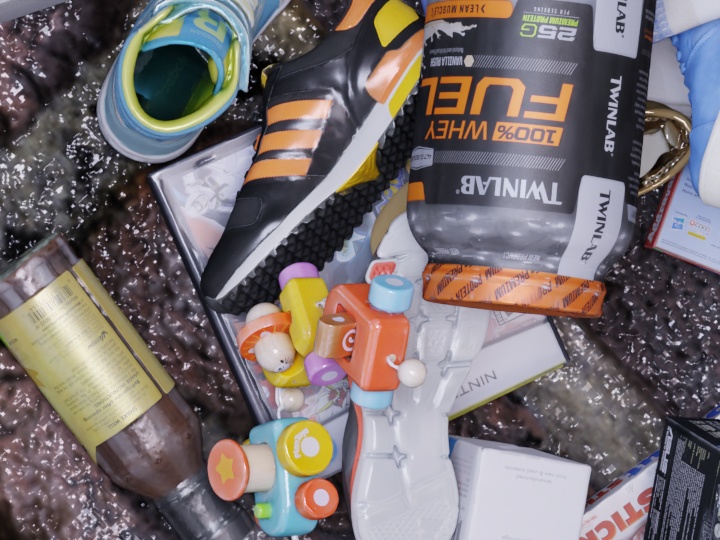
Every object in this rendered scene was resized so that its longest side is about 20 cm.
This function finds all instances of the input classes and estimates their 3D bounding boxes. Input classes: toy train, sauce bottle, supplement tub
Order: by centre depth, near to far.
[{"bbox_3d":[0.089,-0.078,1.448,0.122,0.123,0.200,6,87,-11],"label":"supplement tub"},{"bbox_3d":[-0.031,0.077,1.462,0.056,0.150,0.200,0,118,-26],"label":"toy train"},{"bbox_3d":[-0.133,0.075,1.526,0.065,0.065,0.200,-36,96,-8],"label":"sauce bottle"}]

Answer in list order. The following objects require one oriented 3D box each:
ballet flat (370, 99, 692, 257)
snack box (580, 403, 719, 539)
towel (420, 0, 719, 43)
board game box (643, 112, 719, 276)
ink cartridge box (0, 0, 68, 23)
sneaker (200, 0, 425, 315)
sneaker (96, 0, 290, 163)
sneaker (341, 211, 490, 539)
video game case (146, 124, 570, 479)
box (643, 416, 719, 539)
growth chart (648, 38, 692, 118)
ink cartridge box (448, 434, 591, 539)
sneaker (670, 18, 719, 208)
[{"bbox_3d":[0.100,-0.049,1.545,0.200,0.063,0.069,-25,100,-15],"label":"ballet flat"},{"bbox_3d":[0.198,0.132,1.608,0.200,0.024,0.072,-35,98,-8],"label":"snack box"},{"bbox_3d":[0.121,-0.184,1.525,0.200,0.024,0.147,-19,75,25],"label":"towel"},{"bbox_3d":[0.274,-0.027,1.617,0.200,0.019,0.103,21,89,-14],"label":"board game box"},{"bbox_3d":[-0.211,-0.165,1.440,0.148,0.200,0.076,-20,94,-10],"label":"ink cartridge box"},{"bbox_3d":[-0.033,-0.068,1.528,0.090,0.070,0.200,41,90,21],"label":"sneaker"},{"bbox_3d":[-0.074,-0.151,1.502,0.079,0.131,0.200,25,86,-8],"label":"sneaker"},{"bbox_3d":[0.017,0.063,1.518,0.077,0.082,0.200,10,87,-17],"label":"sneaker"},{"bbox_3d":[0.000,0.000,1.570,0.181,0.026,0.200,-25,95,-9],"label":"video game case"},{"bbox_3d":[0.220,0.198,1.524,0.086,0.164,0.200,6,99,-19],"label":"box"},{"bbox_3d":[0.161,-0.160,1.603,0.145,0.018,0.200,13,88,-10],"label":"growth chart"},{"bbox_3d":[0.067,0.197,1.539,0.067,0.116,0.200,10,89,-12],"label":"ink cartridge box"},{"bbox_3d":[0.185,-0.132,1.538,0.111,0.077,0.200,9,73,22],"label":"sneaker"}]
